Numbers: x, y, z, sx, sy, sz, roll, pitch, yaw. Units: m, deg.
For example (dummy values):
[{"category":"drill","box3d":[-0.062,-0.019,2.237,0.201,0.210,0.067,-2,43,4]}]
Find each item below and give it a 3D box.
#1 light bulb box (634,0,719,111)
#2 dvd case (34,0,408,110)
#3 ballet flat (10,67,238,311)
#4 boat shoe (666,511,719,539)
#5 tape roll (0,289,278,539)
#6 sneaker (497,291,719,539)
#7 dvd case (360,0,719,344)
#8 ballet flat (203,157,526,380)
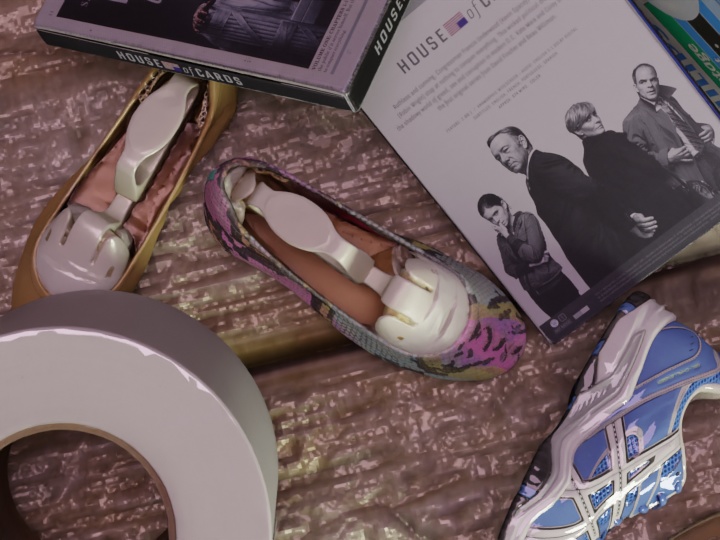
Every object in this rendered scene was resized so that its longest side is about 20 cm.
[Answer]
[{"category":"light bulb box","box3d":[0.211,-0.181,0.878,0.198,0.200,0.125,45,82,-5]},{"category":"dvd case","box3d":[-0.061,-0.170,0.924,0.199,0.025,0.151,15,70,26]},{"category":"ballet flat","box3d":[-0.137,-0.041,0.950,0.068,0.063,0.201,29,85,4]},{"category":"boat shoe","box3d":[0.237,0.155,0.927,0.199,0.065,0.072,-19,84,-2]},{"category":"tape roll","box3d":[-0.142,0.117,0.878,0.201,0.139,0.204,0,97,-2]},{"category":"sneaker","box3d":[0.130,0.112,0.927,0.077,0.076,0.201,29,86,8]},{"category":"dvd case","box3d":[0.101,-0.080,0.930,0.150,0.025,0.200,-37,97,16]},{"category":"ballet flat","box3d":[0.000,0.000,0.941,0.199,0.071,0.069,31,84,3]}]
